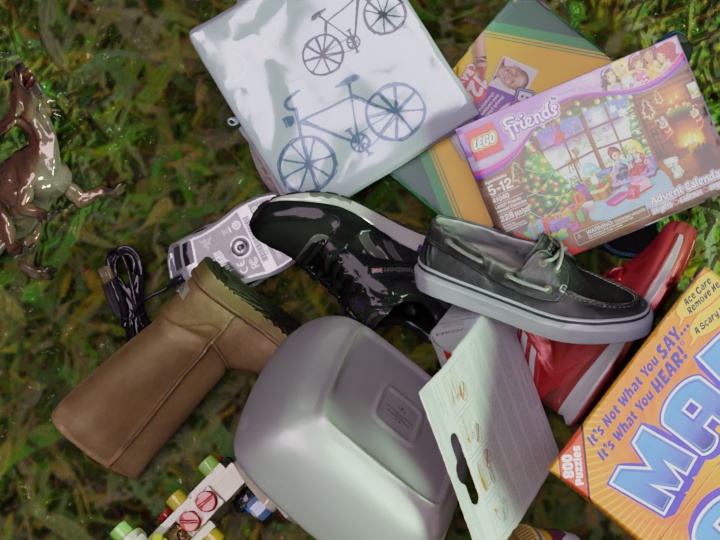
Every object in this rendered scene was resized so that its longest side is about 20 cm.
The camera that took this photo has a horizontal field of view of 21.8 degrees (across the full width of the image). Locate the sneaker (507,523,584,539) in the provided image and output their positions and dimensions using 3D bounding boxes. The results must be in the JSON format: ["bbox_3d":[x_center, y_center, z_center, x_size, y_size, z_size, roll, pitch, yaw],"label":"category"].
[{"bbox_3d":[0.135,0.309,1.568,0.090,0.075,0.200,16,110,-28],"label":"sneaker"}]

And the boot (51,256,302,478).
[{"bbox_3d":[-0.141,0.106,1.633,0.175,0.066,0.200,40,103,-13],"label":"boot"}]

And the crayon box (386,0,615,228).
[{"bbox_3d":[0.123,-0.130,1.627,0.119,0.058,0.200,40,90,10],"label":"crayon box"}]

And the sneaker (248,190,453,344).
[{"bbox_3d":[0.000,0.000,1.578,0.200,0.076,0.088,18,54,-12],"label":"sneaker"}]

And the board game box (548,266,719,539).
[{"bbox_3d":[0.290,0.144,1.500,0.200,0.200,0.200,38,89,9],"label":"board game box"}]

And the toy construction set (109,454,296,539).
[{"bbox_3d":[-0.138,0.213,1.586,0.200,0.131,0.092,-32,81,3],"label":"toy construction set"}]

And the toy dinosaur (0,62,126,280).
[{"bbox_3d":[-0.307,-0.076,1.673,0.136,0.086,0.200,46,107,20],"label":"toy dinosaur"}]

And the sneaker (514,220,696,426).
[{"bbox_3d":[0.190,0.023,1.579,0.115,0.078,0.200,35,101,12],"label":"sneaker"}]

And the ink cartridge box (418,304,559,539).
[{"bbox_3d":[0.091,0.128,1.510,0.047,0.200,0.160,-12,107,28],"label":"ink cartridge box"}]

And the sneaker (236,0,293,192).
[{"bbox_3d":[-0.060,-0.167,1.655,0.071,0.080,0.200,-1,105,18],"label":"sneaker"}]

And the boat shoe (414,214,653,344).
[{"bbox_3d":[0.141,0.005,1.509,0.200,0.072,0.071,13,118,10],"label":"boat shoe"}]

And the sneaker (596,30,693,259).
[{"bbox_3d":[0.252,-0.106,1.607,0.082,0.073,0.200,20,96,2],"label":"sneaker"}]

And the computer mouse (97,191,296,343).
[{"bbox_3d":[-0.130,-0.002,1.656,0.200,0.044,0.110,-25,83,7],"label":"computer mouse"}]

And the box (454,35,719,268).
[{"bbox_3d":[0.196,-0.094,1.556,0.200,0.039,0.137,-23,90,8],"label":"box"}]

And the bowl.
[{"bbox_3d":[0.009,0.134,1.526,0.200,0.200,0.075,40,126,-10],"label":"bowl"}]

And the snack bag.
[{"bbox_3d":[-0.028,-0.167,1.594,0.188,0.021,0.200,-32,94,11],"label":"snack bag"}]
